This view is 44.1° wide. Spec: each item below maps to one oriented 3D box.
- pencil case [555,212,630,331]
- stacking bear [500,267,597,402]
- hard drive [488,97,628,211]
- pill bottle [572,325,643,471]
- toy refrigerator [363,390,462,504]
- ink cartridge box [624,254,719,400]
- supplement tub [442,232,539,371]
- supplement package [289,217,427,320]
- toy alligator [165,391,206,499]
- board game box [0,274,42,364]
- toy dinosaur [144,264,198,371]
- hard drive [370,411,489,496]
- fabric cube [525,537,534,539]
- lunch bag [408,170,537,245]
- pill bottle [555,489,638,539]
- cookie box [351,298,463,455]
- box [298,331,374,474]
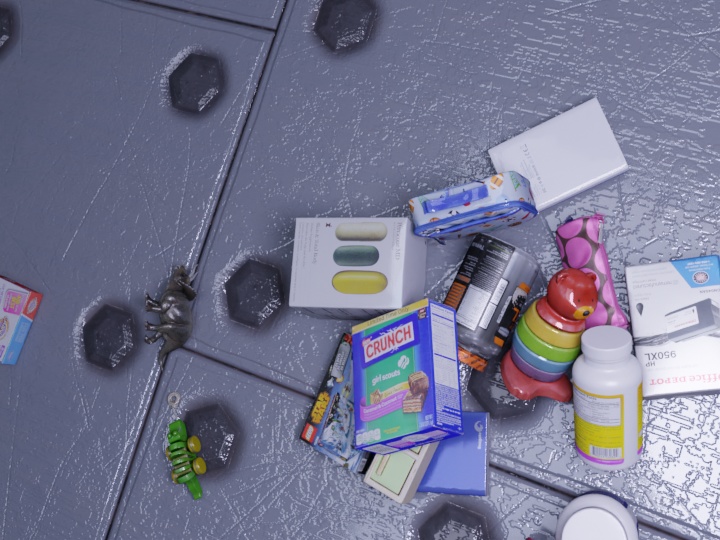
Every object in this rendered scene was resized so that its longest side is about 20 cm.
[{"bbox_3d":[0.371,0.014,1.414,0.093,0.090,0.204,-24,74,46],"label":"pencil case"},{"bbox_3d":[0.300,0.088,1.371,0.115,0.119,0.203,-112,35,-50],"label":"stacking bear"},{"bbox_3d":[0.330,-0.186,1.495,0.197,0.025,0.134,-25,73,13],"label":"hard drive"},{"bbox_3d":[0.370,0.189,1.331,0.102,0.105,0.204,1,115,18],"label":"pill bottle"},{"bbox_3d":[0.086,0.269,1.449,0.075,0.070,0.203,26,89,21],"label":"toy refrigerator"},{"bbox_3d":[0.490,0.090,1.367,0.142,0.084,0.205,-8,78,17],"label":"ink cartridge box"},{"bbox_3d":[0.200,0.053,1.451,0.121,0.122,0.203,26,89,21],"label":"supplement tub"},{"bbox_3d":[0.000,0.000,1.512,0.196,0.150,0.155,1,79,18],"label":"supplement package"},{"bbox_3d":[-0.329,0.316,1.615,0.058,0.054,0.204,-22,74,13],"label":"toy alligator"},{"bbox_3d":[-0.759,0.083,1.810,0.197,0.040,0.156,21,87,21],"label":"board game box"},{"bbox_3d":[-0.349,0.091,1.651,0.100,0.077,0.205,0,93,-15],"label":"toy dinosaur"},{"bbox_3d":[0.115,0.301,1.484,0.196,0.025,0.135,-1,79,19],"label":"hard drive"},{"bbox_3d":[0.281,0.534,1.293,0.193,0.200,0.203,24,87,22],"label":"fabric cube"},{"bbox_3d":[0.177,-0.100,1.436,0.197,0.160,0.077,-16,82,25],"label":"lunch bag"},{"bbox_3d":[0.346,0.387,1.298,0.117,0.200,0.123,-4,78,17],"label":"pill bottle"},{"bbox_3d":[0.069,0.168,1.390,0.169,0.074,0.204,-24,57,39],"label":"cookie box"},{"bbox_3d":[-0.011,0.224,1.517,0.135,0.040,0.203,23,88,35],"label":"box"}]
